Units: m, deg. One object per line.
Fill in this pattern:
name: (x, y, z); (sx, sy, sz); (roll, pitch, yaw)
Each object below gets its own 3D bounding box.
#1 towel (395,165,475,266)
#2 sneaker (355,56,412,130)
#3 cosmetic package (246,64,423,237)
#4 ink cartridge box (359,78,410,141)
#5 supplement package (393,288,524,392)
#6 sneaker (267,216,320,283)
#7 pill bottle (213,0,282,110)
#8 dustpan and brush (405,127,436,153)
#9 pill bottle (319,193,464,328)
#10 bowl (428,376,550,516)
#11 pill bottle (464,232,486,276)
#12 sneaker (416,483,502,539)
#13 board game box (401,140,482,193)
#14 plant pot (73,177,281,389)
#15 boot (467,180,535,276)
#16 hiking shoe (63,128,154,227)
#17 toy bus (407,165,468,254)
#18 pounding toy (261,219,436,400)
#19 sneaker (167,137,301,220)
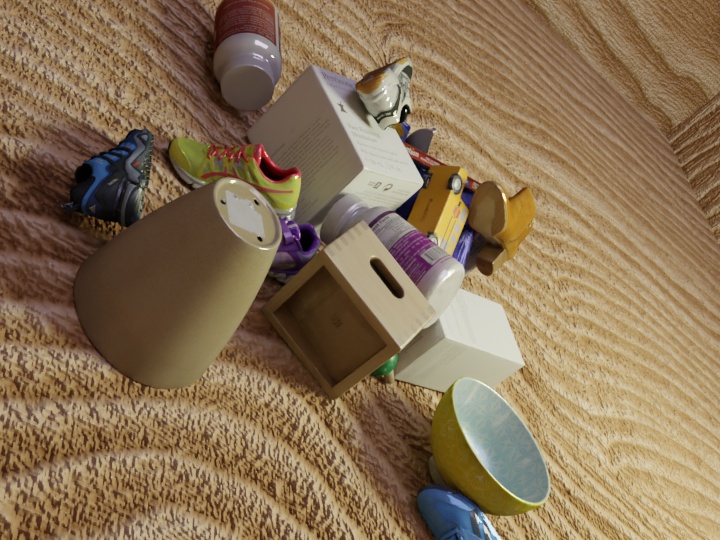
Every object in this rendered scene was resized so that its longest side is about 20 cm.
towel: (0.120, -0.057, 1.541); (0.145, 0.049, 0.203); (23, 70, -14)
sneaker: (0.045, -0.273, 1.468); (0.089, 0.075, 0.200); (63, 25, -14)
cosmetic package: (-0.041, -0.174, 1.453); (0.164, 0.164, 0.202); (6, 51, -54)
ink cartridge box: (0.015, -0.262, 1.725); (0.136, 0.076, 0.201); (43, 29, -14)
supplement package: (0.137, 0.106, 1.438); (0.198, 0.117, 0.118); (21, 40, -41)
sneaker: (-0.127, -0.036, 1.258); (0.198, 0.088, 0.082); (3, 54, -52)
pill bottle: (-0.182, -0.352, 1.510); (0.111, 0.112, 0.202); (30, 35, -32)
dustpan and brush: (0.102, -0.214, 1.781); (0.056, 0.142, 0.200); (9, 17, -24)
pill bottle: (0.039, -0.018, 1.319); (0.199, 0.114, 0.112); (38, 25, 21)
bowl: (0.158, 0.261, 1.298); (0.199, 0.108, 0.202); (37, 27, -22)
pill bottle: (0.126, -0.080, 1.637); (0.201, 0.112, 0.112); (49, 29, -3)
sneaker: (0.141, 0.364, 1.210); (0.201, 0.066, 0.078); (49, 33, -4)
board game box: (0.110, -0.181, 1.575); (0.197, 0.020, 0.103); (26, 2, -12)
plant pot: (-0.182, -0.003, 1.030); (0.186, 0.199, 0.189); (34, 34, -27)
boot: (0.241, -0.101, 1.552); (0.070, 0.203, 0.144); (25, 52, 26)
hiking shoe: (-0.297, -0.124, 1.132); (0.085, 0.076, 0.201); (9, 27, -11)
toy bus: (0.114, -0.064, 1.473); (0.078, 0.064, 0.203); (44, 62, -43)
pounding toy: (-0.001, 0.068, 1.250); (0.201, 0.184, 0.142); (50, 41, 1)
sneaker: (-0.167, -0.145, 1.294); (0.197, 0.091, 0.079); (23, 34, -8)
